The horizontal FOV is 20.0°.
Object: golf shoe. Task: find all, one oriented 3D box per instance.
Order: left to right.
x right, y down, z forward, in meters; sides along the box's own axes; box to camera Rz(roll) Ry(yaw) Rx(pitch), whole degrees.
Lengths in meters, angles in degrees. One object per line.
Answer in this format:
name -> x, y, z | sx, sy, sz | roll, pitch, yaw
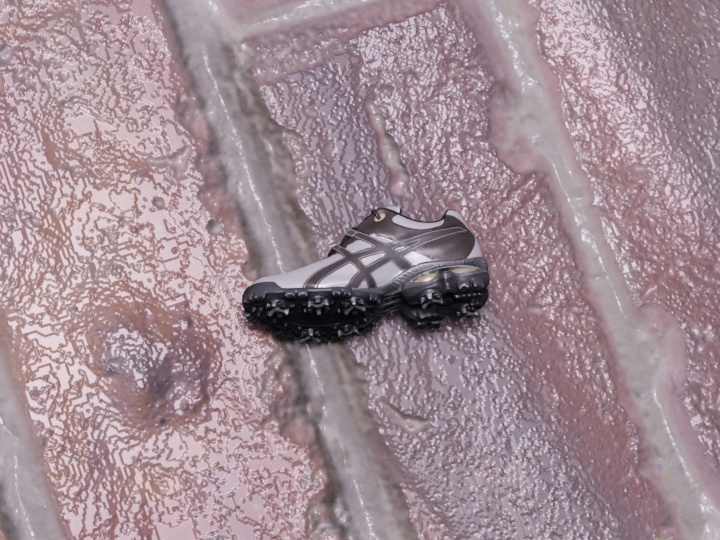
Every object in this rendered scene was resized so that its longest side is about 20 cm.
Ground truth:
golf shoe -> 0.000, 0.000, 1.605 | 0.198, 0.078, 0.095 | -5, 62, -14
